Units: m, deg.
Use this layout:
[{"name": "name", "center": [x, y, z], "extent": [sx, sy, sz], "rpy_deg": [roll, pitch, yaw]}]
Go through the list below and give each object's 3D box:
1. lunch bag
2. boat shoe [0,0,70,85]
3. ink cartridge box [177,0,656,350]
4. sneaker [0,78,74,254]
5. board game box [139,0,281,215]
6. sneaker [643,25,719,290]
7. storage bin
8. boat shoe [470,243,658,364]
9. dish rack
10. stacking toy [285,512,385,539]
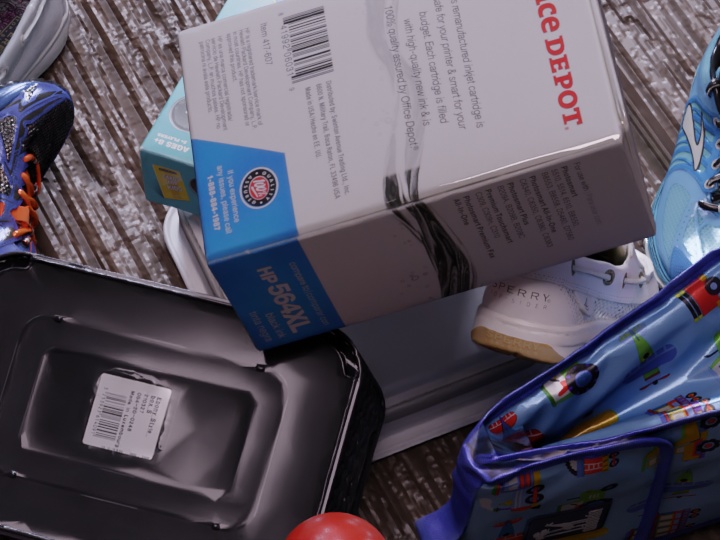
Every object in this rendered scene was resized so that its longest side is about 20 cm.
[{"name": "lunch bag", "center": [0.116, 0.083, 1.370], "extent": [0.200, 0.151, 0.094], "rpy_deg": [-24, 67, -13]}, {"name": "boat shoe", "center": [-0.226, -0.100, 1.567], "extent": [0.072, 0.069, 0.200], "rpy_deg": [30, 61, 21]}, {"name": "ink cartridge box", "center": [0.026, -0.064, 1.336], "extent": [0.200, 0.084, 0.146], "rpy_deg": [-15, 52, 8]}, {"name": "sneaker", "center": [-0.194, -0.012, 1.503], "extent": [0.078, 0.075, 0.200], "rpy_deg": [16, 66, 19]}, {"name": "board game box", "center": [-0.007, -0.103, 1.524], "extent": [0.151, 0.047, 0.200], "rpy_deg": [18, 56, 14]}, {"name": "sneaker", "center": [0.195, -0.067, 1.516], "extent": [0.078, 0.090, 0.200], "rpy_deg": [7, 56, 7]}, {"name": "storage bin", "center": [-0.100, 0.082, 1.394], "extent": [0.200, 0.094, 0.135], "rpy_deg": [13, 78, 10]}, {"name": "boat shoe", "center": [0.112, -0.002, 1.423], "extent": [0.071, 0.069, 0.200], "rpy_deg": [14, 12, 15]}, {"name": "dish rack", "center": [0.000, 0.000, 1.505], "extent": [0.172, 0.044, 0.200], "rpy_deg": [-21, 56, -12]}, {"name": "stacking toy", "center": [-0.059, 0.190, 1.269], "extent": [0.200, 0.085, 0.085], "rpy_deg": [-45, 62, 1]}]
